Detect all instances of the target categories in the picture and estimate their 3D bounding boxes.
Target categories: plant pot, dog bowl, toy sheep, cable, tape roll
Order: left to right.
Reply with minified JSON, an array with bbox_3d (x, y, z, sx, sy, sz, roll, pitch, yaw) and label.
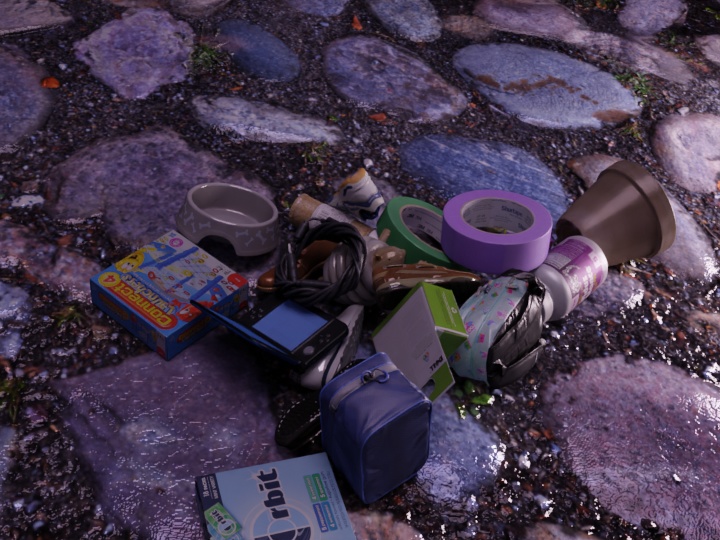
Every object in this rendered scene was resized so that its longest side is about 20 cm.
[{"bbox_3d":[-0.244,-0.101,1.800,0.198,0.059,0.201,13,28,-7],"label":"dog bowl"},{"bbox_3d":[-0.070,-0.014,1.630,0.163,0.051,0.199,-48,42,-10],"label":"cable"},{"bbox_3d":[0.000,0.000,1.703,0.137,0.199,0.140,18,62,-39],"label":"toy sheep"},{"bbox_3d":[0.127,-0.060,1.809,0.199,0.048,0.201,25,29,-14],"label":"tape roll"},{"bbox_3d":[0.247,-0.073,1.746,0.197,0.066,0.201,2,32,-1],"label":"tape roll"},{"bbox_3d":[0.484,-0.090,1.875,0.172,0.201,0.200,-27,50,-13],"label":"plant pot"}]

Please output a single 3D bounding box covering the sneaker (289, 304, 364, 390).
[{"bbox_3d":[-0.049,0.121,1.612,0.080,0.077,0.201,10,38,17],"label":"sneaker"}]

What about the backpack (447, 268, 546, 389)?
[{"bbox_3d":[0.228,0.108,1.626,0.126,0.168,0.200,13,40,35],"label":"backpack"}]

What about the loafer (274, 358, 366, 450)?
[{"bbox_3d":[-0.044,0.222,1.495,0.199,0.072,0.073,-35,26,-20],"label":"loafer"}]

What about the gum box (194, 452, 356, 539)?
[{"bbox_3d":[-0.121,0.353,1.352,0.198,0.045,0.171,-7,43,-19],"label":"gum box"}]

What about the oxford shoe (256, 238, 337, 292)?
[{"bbox_3d":[-0.116,-0.022,1.749,0.071,0.072,0.199,17,38,40],"label":"oxford shoe"}]

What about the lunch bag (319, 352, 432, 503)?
[{"bbox_3d":[0.014,0.221,1.408,0.135,0.202,0.132,-26,48,-27],"label":"lunch bag"}]

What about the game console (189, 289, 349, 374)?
[{"bbox_3d":[-0.148,0.075,1.566,0.170,0.119,0.199,-38,41,-25],"label":"game console"}]

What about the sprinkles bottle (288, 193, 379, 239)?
[{"bbox_3d":[-0.041,-0.079,1.840,0.199,0.069,0.068,27,44,20],"label":"sprinkles bottle"}]

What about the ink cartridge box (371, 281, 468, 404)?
[{"bbox_3d":[0.106,0.144,1.543,0.075,0.148,0.201,15,42,-34],"label":"ink cartridge box"}]

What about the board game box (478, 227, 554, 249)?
[{"bbox_3d":[0.278,-0.088,1.900,0.198,0.033,0.120,1,36,-32],"label":"board game box"}]

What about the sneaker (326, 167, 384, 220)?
[{"bbox_3d":[-0.008,-0.127,1.851,0.075,0.200,0.088,-39,90,-11],"label":"sneaker"}]

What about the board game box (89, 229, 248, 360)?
[{"bbox_3d":[-0.331,0.037,1.667,0.199,0.056,0.195,32,45,24],"label":"board game box"}]

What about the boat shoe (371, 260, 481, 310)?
[{"bbox_3d":[0.110,0.016,1.619,0.198,0.076,0.074,-1,49,-27],"label":"boat shoe"}]

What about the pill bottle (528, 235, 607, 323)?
[{"bbox_3d":[0.359,0.024,1.759,0.112,0.113,0.199,35,47,27],"label":"pill bottle"}]
